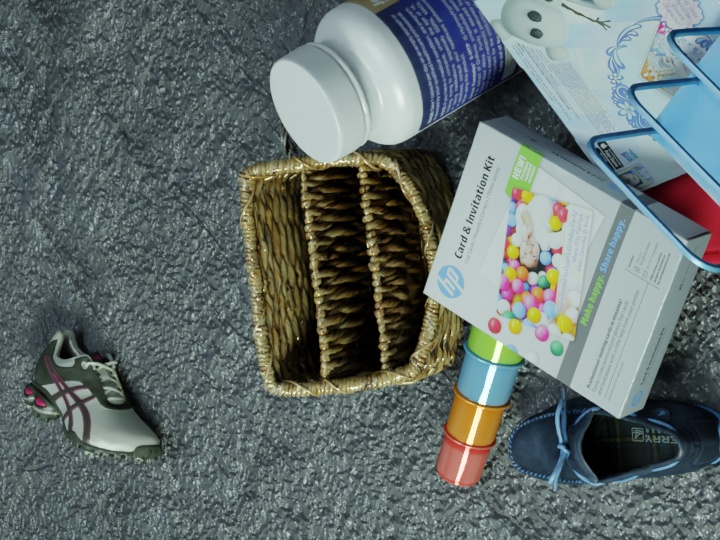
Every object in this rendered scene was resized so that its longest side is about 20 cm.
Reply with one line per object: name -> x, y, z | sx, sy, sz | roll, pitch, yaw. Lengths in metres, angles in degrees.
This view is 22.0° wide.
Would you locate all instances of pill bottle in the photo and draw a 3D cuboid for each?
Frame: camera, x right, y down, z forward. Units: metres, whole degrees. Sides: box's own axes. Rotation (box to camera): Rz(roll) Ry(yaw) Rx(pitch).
pill bottle -> 0.033, -0.170, 1.469 | 0.120, 0.199, 0.120 | 41, 150, 31

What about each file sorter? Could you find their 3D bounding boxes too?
file sorter -> 0.265, -0.114, 1.203 | 0.139, 0.122, 0.200 | 49, 123, 22

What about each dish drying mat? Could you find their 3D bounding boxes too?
dish drying mat -> 0.271, -0.042, 1.396 | 0.199, 0.018, 0.077 | -6, 89, 44

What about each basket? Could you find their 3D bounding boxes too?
basket -> 0.000, 0.000, 1.558 | 0.142, 0.149, 0.202 | -5, 91, 33

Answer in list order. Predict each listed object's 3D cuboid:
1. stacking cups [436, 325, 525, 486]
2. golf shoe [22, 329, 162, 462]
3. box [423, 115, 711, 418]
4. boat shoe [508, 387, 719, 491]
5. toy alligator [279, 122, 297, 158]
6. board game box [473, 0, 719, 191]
stacking cups -> 0.102, 0.085, 1.538 | 0.060, 0.060, 0.201 | 33, 115, 36
golf shoe -> -0.272, 0.133, 1.891 | 0.199, 0.077, 0.089 | 28, 105, 38
box -> 0.154, -0.005, 1.418 | 0.199, 0.041, 0.157 | 34, 120, 30
boat shoe -> 0.189, 0.129, 1.454 | 0.199, 0.068, 0.085 | -17, 82, 43
toy alligator -> -0.039, -0.035, 1.671 | 0.054, 0.059, 0.202 | -5, 89, 1
board game box -> 0.218, -0.167, 1.338 | 0.198, 0.043, 0.200 | -22, 116, 40
